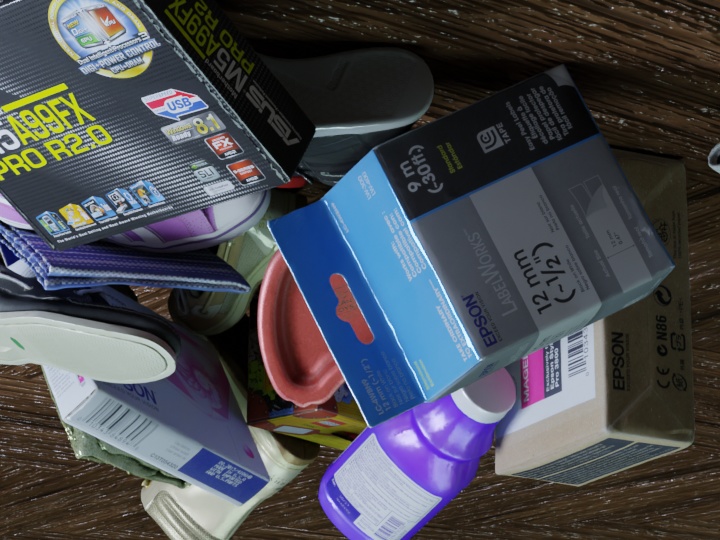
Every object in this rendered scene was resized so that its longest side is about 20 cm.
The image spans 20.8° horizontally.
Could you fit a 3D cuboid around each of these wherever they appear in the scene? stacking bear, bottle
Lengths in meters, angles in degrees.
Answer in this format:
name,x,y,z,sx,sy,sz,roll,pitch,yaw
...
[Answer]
name,x,y,z,sx,sy,sz,roll,pitch,yaw
stacking bear,0.000,0.000,1.341,0.121,0.115,0.200,-18,-169,12
bottle,0.044,0.131,1.425,0.083,0.065,0.200,42,136,3

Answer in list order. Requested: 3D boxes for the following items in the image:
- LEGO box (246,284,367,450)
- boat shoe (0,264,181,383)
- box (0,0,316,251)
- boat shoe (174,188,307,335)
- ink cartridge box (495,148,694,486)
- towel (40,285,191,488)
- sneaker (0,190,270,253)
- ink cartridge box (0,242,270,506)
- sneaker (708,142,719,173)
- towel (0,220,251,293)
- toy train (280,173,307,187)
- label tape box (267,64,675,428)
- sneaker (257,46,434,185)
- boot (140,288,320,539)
name,x,y,z,sx,sy,sz,roll,pitch,yaw
LEGO box,0.004,0.061,1.539,0.077,0.150,0.199,-13,159,38
boat shoe,-0.197,0.028,1.299,0.199,0.068,0.072,8,147,34
box,-0.147,-0.097,1.082,0.199,0.044,0.160,-13,128,39
boat shoe,-0.103,-0.010,1.452,0.063,0.074,0.201,16,156,-20
ink cartridge box,0.159,0.036,1.366,0.075,0.202,0.165,8,161,-22
towel,-0.197,0.071,1.517,0.036,0.201,0.148,-32,153,17
sneaker,-0.161,-0.063,1.276,0.199,0.073,0.114,0,160,2
ink cartridge box,-0.167,0.061,1.437,0.043,0.201,0.196,-40,139,15
sneaker,0.290,-0.061,1.277,0.145,0.081,0.200,13,167,-5
towel,-0.175,-0.013,1.354,0.144,0.024,0.200,3,-167,-25
toy train,-0.051,-0.076,1.267,0.198,0.046,0.034,6,162,-18
label tape box,0.065,-0.015,1.169,0.199,0.144,0.066,-24,169,-16
sneaker,-0.059,-0.087,1.184,0.198,0.071,0.099,-2,159,-6
boot,-0.130,0.121,1.591,0.073,0.201,0.156,3,135,-51
